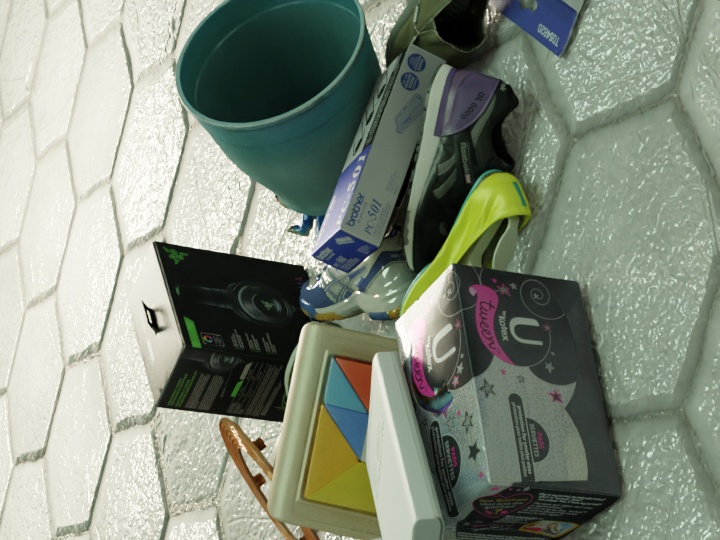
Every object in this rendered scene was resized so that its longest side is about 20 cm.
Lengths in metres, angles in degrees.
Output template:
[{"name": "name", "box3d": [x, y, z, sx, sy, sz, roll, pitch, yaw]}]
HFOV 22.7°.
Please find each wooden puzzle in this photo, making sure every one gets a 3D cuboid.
[{"name": "wooden puzzle", "box3d": [0.023, 0.155, 1.617, 0.037, 0.199, 0.186, -6, -72, -79]}]

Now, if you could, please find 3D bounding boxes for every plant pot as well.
[{"name": "plant pot", "box3d": [-0.060, -0.162, 1.814, 0.199, 0.188, 0.201, -12, 50, 15]}]

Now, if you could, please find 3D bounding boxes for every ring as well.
[{"name": "ring", "box3d": [-0.082, 0.232, 1.830, 0.201, 0.019, 0.201, 50, 165, 19]}]

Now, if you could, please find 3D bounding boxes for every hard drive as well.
[{"name": "hard drive", "box3d": [0.034, 0.181, 1.471, 0.200, 0.026, 0.132, -105, 15, -52]}]

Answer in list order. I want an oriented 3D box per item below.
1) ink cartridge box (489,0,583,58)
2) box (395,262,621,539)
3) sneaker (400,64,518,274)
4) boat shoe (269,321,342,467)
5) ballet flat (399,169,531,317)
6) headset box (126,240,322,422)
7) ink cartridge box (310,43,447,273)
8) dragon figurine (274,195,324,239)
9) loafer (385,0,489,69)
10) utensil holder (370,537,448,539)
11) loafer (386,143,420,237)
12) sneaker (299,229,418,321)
[{"name": "ink cartridge box", "box3d": [0.163, -0.321, 1.635, 0.200, 0.040, 0.201, 50, 125, 56]}, {"name": "box", "box3d": [0.118, 0.111, 1.482, 0.115, 0.131, 0.201, -48, 42, 48]}, {"name": "sneaker", "box3d": [0.094, -0.082, 1.645, 0.076, 0.087, 0.201, -49, -29, -65]}, {"name": "boat shoe", "box3d": [-0.045, 0.152, 1.851, 0.060, 0.072, 0.203, -129, 48, -56]}, {"name": "ballet flat", "box3d": [0.098, 0.001, 1.639, 0.067, 0.067, 0.201, 52, 127, 34]}, {"name": "headset box", "box3d": [-0.145, 0.066, 1.929, 0.093, 0.199, 0.175, -62, 32, 32]}, {"name": "ink cartridge box", "box3d": [0.017, -0.104, 1.674, 0.094, 0.044, 0.201, -39, 29, 66]}, {"name": "dragon figurine", "box3d": [-0.040, -0.088, 1.929, 0.100, 0.059, 0.200, -63, 31, 30]}, {"name": "loafer", "box3d": [0.076, -0.226, 1.713, 0.201, 0.075, 0.070, 106, 151, -46]}, {"name": "utensil holder", "box3d": [0.042, 0.349, 1.520, 0.170, 0.169, 0.201, -54, 34, 41]}, {"name": "loafer", "box3d": [0.032, -0.074, 1.773, 0.200, 0.071, 0.073, -47, 42, 47]}, {"name": "sneaker", "box3d": [0.000, 0.000, 1.781, 0.200, 0.075, 0.089, -6, 104, 56]}]
